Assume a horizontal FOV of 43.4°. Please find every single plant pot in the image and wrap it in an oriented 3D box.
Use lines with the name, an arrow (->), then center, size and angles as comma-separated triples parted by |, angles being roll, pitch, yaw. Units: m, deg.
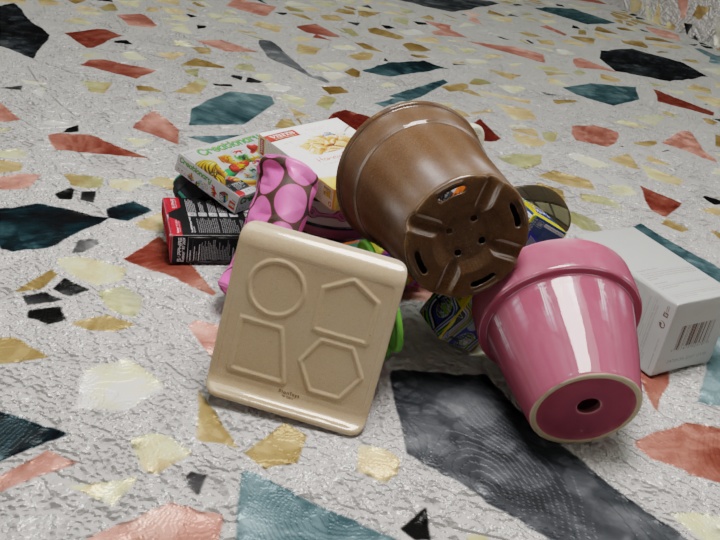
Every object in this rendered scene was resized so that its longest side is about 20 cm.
plant pot -> 0.090, -0.077, 1.075 | 0.200, 0.201, 0.198 | 0, 26, -17
plant pot -> 0.241, 0.092, 1.057 | 0.200, 0.200, 0.179 | 5, 43, -10

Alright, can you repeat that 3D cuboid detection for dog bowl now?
dog bowl -> -0.034, -0.118, 1.333 | 0.200, 0.074, 0.200 | 5, 33, -3

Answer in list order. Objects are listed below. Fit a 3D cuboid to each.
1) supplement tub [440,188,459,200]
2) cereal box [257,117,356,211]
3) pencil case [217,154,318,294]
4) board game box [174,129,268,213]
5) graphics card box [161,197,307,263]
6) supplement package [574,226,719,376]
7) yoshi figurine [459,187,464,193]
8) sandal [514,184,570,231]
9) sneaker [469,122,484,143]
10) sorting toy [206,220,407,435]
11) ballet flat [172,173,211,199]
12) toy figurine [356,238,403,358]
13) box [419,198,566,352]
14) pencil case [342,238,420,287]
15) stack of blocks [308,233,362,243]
supplement tub -> 0.178, -0.129, 1.509 | 0.107, 0.107, 0.200 | -4, 31, -24
cereal box -> -0.036, -0.155, 1.284 | 0.144, 0.040, 0.200 | -17, 40, -33
pencil case -> -0.124, -0.049, 1.179 | 0.094, 0.200, 0.091 | 16, -9, 17
board game box -> -0.171, -0.157, 1.400 | 0.126, 0.035, 0.200 | 35, 34, 19
graphics card box -> -0.185, -0.059, 1.325 | 0.200, 0.051, 0.126 | -1, 30, -18
supplement package -> 0.390, 0.037, 1.260 | 0.117, 0.117, 0.200 | -8, 33, -28
yoshi figurine -> 0.187, -0.033, 1.262 | 0.112, 0.112, 0.200 | 2, 68, 6
sandal -> 0.226, -0.087, 1.395 | 0.200, 0.082, 0.055 | -5, -2, -11
sneaker -> 0.098, -0.199, 1.479 | 0.200, 0.077, 0.111 | -33, 44, -16
sorting toy -> -0.060, 0.062, 0.990 | 0.185, 0.200, 0.036 | 16, 10, 3
ballet flat -> -0.204, -0.124, 1.433 | 0.073, 0.073, 0.200 | 32, 29, 35
toy figurine -> -0.063, 0.056, 1.071 | 0.184, 0.150, 0.200 | -10, 16, -11
box -> 0.167, 0.004, 1.155 | 0.070, 0.200, 0.064 | 24, 18, -36
pencil case -> 0.000, 0.000, 1.243 | 0.200, 0.088, 0.088 | -11, 35, -32
stack of blocks -> 0.014, -0.091, 1.436 | 0.200, 0.059, 0.115 | -17, 38, -40
